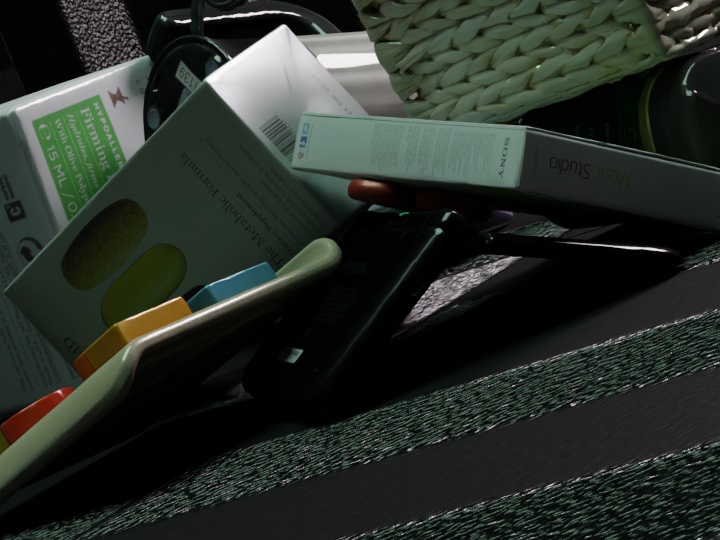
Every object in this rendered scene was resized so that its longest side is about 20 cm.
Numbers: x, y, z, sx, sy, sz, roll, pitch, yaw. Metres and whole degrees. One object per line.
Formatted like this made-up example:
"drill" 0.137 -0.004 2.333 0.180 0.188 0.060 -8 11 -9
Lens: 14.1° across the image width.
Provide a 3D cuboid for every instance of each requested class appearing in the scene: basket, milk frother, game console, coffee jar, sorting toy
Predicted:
"basket" 0.108 -0.161 1.603 0.200 0.124 0.135 -17 8 43
"milk frother" -0.032 -0.152 1.929 0.188 0.181 0.200 -8 -30 -40
"game console" 0.046 0.027 1.491 0.176 0.116 0.200 -53 10 -7
"coffee jar" 0.175 -0.074 1.605 0.104 0.085 0.200 -16 2 -23
"sorting toy" -0.119 0.056 1.500 0.185 0.037 0.200 -39 -5 38

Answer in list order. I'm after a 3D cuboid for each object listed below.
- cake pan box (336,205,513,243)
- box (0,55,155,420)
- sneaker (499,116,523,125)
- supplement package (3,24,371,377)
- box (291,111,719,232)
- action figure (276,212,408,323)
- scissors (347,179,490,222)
"cake pan box" -0.013 -0.033 1.886 0.200 0.052 0.184 -19 -9 18
"box" -0.220 -0.017 1.994 0.200 0.199 0.171 -16 8 37
"sneaker" 0.129 -0.103 1.866 0.200 0.078 0.082 2 -3 24
"supplement package" -0.088 -0.024 1.655 0.200 0.114 0.110 -44 -1 32
"box" 0.078 -0.052 1.518 0.144 0.036 0.200 10 0 -36
"action figure" 0.000 0.000 1.731 0.118 0.055 0.200 -22 1 -20
"scissors" 0.047 -0.030 1.571 0.073 0.014 0.200 8 -3 15
